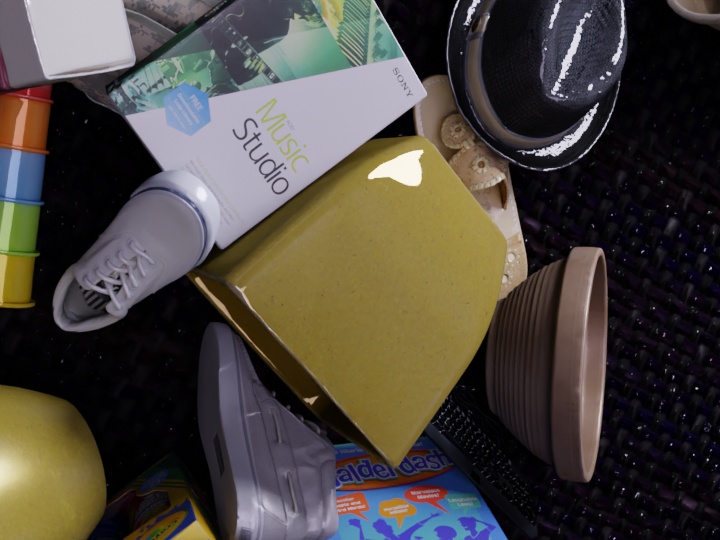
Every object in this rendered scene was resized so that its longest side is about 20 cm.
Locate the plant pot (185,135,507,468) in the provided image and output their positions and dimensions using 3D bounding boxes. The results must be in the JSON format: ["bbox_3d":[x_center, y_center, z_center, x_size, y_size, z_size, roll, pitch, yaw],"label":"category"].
[{"bbox_3d":[0.000,0.000,0.866,0.200,0.194,0.196,-46,108,-12],"label":"plant pot"}]

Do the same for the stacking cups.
[{"bbox_3d":[-0.274,-0.076,0.834,0.059,0.060,0.204,5,95,-17],"label":"stacking cups"}]

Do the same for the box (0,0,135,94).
[{"bbox_3d":[-0.275,-0.183,0.739,0.196,0.109,0.130,-7,103,24],"label":"box"}]

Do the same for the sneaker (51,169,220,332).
[{"bbox_3d":[-0.170,-0.003,0.804,0.073,0.199,0.071,41,48,-10],"label":"sneaker"}]

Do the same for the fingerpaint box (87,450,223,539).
[{"bbox_3d":[-0.201,0.252,0.850,0.199,0.167,0.074,-36,107,-7],"label":"fingerpaint box"}]

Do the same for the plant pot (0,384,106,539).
[{"bbox_3d":[-0.279,0.168,0.818,0.140,0.198,0.204,-16,104,-38],"label":"plant pot"}]

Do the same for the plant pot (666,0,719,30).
[{"bbox_3d":[0.402,-0.259,0.955,0.182,0.200,0.203,30,89,-30],"label":"plant pot"}]

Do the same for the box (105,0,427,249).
[{"bbox_3d":[-0.065,-0.132,0.788,0.199,0.036,0.145,-37,117,-3],"label":"box"}]

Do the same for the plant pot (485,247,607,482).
[{"bbox_3d":[0.164,0.080,0.948,0.091,0.200,0.205,2,100,19],"label":"plant pot"}]

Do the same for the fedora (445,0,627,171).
[{"bbox_3d":[0.169,-0.189,0.907,0.197,0.091,0.205,3,84,-25],"label":"fedora"}]

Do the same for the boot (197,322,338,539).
[{"bbox_3d":[-0.075,0.133,0.878,0.094,0.203,0.074,4,142,-25],"label":"boot"}]

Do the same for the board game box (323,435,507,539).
[{"bbox_3d":[0.033,0.215,0.896,0.149,0.200,0.046,-3,116,-17],"label":"board game box"}]

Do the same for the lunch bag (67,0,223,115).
[{"bbox_3d":[-0.121,-0.193,0.833,0.162,0.118,0.202,26,99,-23],"label":"lunch bag"}]

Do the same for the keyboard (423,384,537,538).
[{"bbox_3d":[0.104,0.142,0.945,0.039,0.105,0.200,-33,120,17],"label":"keyboard"}]

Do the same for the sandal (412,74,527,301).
[{"bbox_3d":[0.111,-0.071,0.944,0.076,0.070,0.215,-22,104,-12],"label":"sandal"}]
